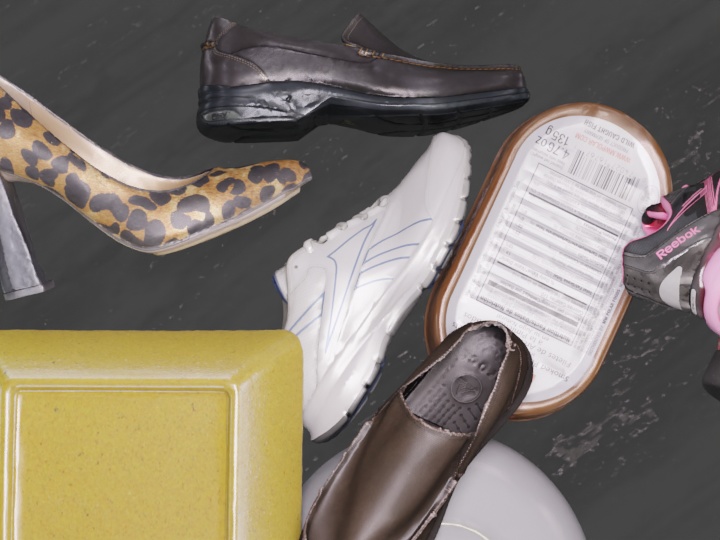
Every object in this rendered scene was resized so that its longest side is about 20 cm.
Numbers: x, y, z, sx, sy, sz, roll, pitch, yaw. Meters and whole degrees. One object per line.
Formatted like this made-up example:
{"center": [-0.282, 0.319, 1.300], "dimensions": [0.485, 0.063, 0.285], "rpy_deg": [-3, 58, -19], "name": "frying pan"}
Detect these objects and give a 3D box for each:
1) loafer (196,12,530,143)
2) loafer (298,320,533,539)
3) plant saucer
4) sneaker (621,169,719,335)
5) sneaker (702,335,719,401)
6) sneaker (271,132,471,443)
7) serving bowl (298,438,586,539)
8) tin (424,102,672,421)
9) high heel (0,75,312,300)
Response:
{"center": [0.001, -0.119, 1.766], "dimensions": [0.199, 0.073, 0.073], "rpy_deg": [-1, 80, -7], "name": "loafer"}
{"center": [0.026, 0.101, 1.694], "dimensions": [0.073, 0.071, 0.200], "rpy_deg": [28, 70, 16], "name": "loafer"}
{"center": [-0.135, 0.133, 1.714], "dimensions": [0.199, 0.048, 0.201], "rpy_deg": [0, 85, 9], "name": "plant saucer"}
{"center": [0.216, -0.037, 1.752], "dimensions": [0.095, 0.200, 0.079], "rpy_deg": [9, 125, 29], "name": "sneaker"}
{"center": [0.313, 0.060, 1.763], "dimensions": [0.201, 0.067, 0.108], "rpy_deg": [24, 80, 16], "name": "sneaker"}
{"center": [0.000, 0.000, 1.755], "dimensions": [0.087, 0.075, 0.200], "rpy_deg": [31, 82, 3], "name": "sneaker"}
{"center": [0.045, 0.190, 1.743], "dimensions": [0.199, 0.066, 0.201], "rpy_deg": [1, 85, -7], "name": "serving bowl"}
{"center": [0.113, -0.007, 1.784], "dimensions": [0.112, 0.042, 0.201], "rpy_deg": [25, 83, 1], "name": "tin"}
{"center": [-0.139, -0.077, 1.743], "dimensions": [0.199, 0.071, 0.143], "rpy_deg": [-17, 93, 2], "name": "high heel"}
